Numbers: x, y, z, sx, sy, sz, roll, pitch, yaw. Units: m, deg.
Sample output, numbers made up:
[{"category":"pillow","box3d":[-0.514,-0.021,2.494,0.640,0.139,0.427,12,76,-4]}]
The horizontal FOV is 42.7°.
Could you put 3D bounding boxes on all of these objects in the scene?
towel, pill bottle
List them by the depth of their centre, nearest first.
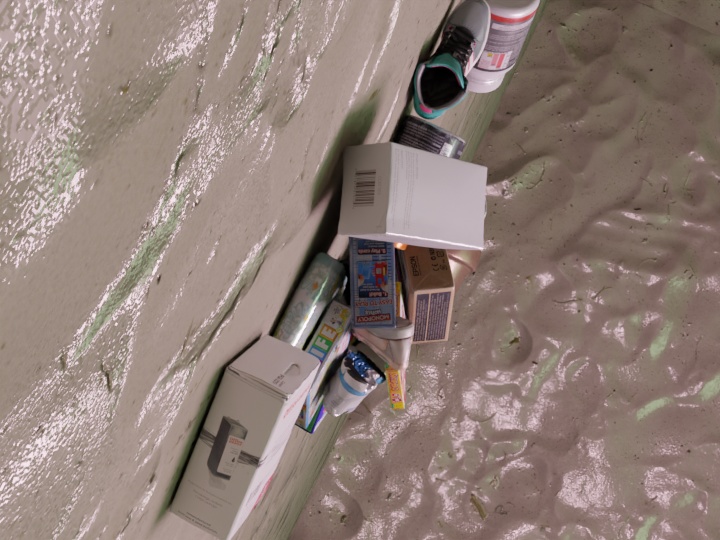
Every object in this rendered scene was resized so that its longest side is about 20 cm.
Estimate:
[{"category":"towel","box3d":[-0.072,0.069,1.277,0.200,0.048,0.172,72,43,-80]},{"category":"pill bottle","box3d":[0.080,-0.136,1.463,0.201,0.106,0.106,-65,173,7]},{"category":"pill bottle","box3d":[0.221,-0.402,1.550,0.116,0.115,0.200,-61,172,-32]}]

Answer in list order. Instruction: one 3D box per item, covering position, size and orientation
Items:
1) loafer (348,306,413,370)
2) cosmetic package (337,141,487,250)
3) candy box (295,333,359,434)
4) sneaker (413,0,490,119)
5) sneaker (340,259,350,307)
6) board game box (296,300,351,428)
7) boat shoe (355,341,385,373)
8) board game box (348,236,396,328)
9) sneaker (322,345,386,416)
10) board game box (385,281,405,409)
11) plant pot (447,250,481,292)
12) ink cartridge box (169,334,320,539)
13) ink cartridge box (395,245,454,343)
[{"category":"loafer","box3d":[0.024,0.091,1.300,0.200,0.071,0.063,-154,-120,-74]},{"category":"cosmetic package","box3d":[0.070,-0.088,1.145,0.199,0.081,0.114,9,85,-48]},{"category":"candy box","box3d":[-0.053,0.151,1.587,0.169,0.077,0.201,-51,163,-57]},{"category":"sneaker","box3d":[0.136,-0.317,1.374,0.121,0.083,0.201,-78,-168,-77]},{"category":"sneaker","box3d":[0.000,0.000,1.504,0.116,0.075,0.201,53,28,-43]},{"category":"board game box","box3d":[-0.059,0.139,1.311,0.135,0.034,0.200,-60,173,-22]},{"category":"boat shoe","box3d":[0.014,0.146,1.527,0.200,0.072,0.069,-68,176,-51]},{"category":"board game box","box3d":[0.016,-0.014,1.248,0.200,0.061,0.201,85,5,-78]},{"category":"sneaker","box3d":[-0.019,0.169,1.358,0.087,0.075,0.200,-51,172,7]},{"category":"board game box","box3d":[0.056,0.110,1.457,0.201,0.030,0.096,-90,173,-45]},{"category":"plant pot","box3d":[0.117,0.013,1.804,0.200,0.199,0.176,71,37,-80]},{"category":"ink cartridge box","box3d":[-0.134,0.194,1.093,0.201,0.084,0.146,-65,174,16]},{"category":"ink cartridge box","box3d":[0.103,-0.001,1.566,0.165,0.075,0.201,91,-9,-53]}]
